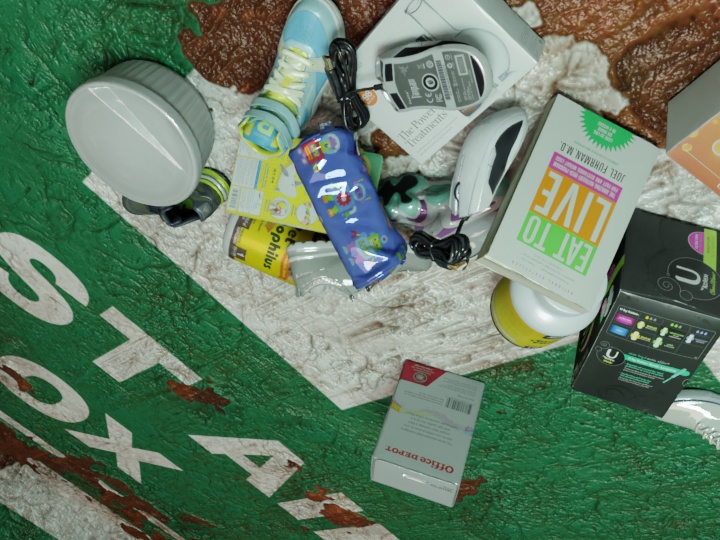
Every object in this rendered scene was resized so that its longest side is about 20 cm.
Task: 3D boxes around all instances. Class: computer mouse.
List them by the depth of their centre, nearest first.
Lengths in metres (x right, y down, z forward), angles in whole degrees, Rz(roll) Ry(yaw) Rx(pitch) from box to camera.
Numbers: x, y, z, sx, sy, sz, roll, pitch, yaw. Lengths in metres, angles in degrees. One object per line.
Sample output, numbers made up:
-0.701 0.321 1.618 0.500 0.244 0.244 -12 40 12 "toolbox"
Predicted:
0.054 -0.206 0.760 0.198 0.044 0.110 4 130 32 "computer mouse"
0.122 -0.100 0.805 0.044 0.202 0.110 24 -177 -21 "computer mouse"

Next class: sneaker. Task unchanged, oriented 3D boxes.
-0.083 -0.213 0.827 0.079 0.131 0.201 26 139 2 "sneaker"
0.108 -0.056 0.936 0.198 0.078 0.141 -2 132 29 "sneaker"
0.000 0.000 0.957 0.198 0.083 0.075 -1 -179 -1 "sneaker"
0.528 0.228 1.029 0.198 0.071 0.073 9 137 18 "sneaker"
-0.295 -0.107 1.081 0.198 0.081 0.074 -3 132 29 "sneaker"

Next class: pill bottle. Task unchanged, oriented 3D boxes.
0.234 0.032 0.885 0.111 0.113 0.200 22 167 4 "pill bottle"
-0.093 -0.035 1.035 0.198 0.110 0.110 23 140 2 "pill bottle"

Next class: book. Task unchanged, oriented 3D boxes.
0.229 -0.072 0.778 0.133 0.202 0.048 26 171 -3 "book"

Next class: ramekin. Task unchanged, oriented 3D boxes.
-0.294 -0.195 0.980 0.200 0.095 0.204 15 138 13 "ramekin"

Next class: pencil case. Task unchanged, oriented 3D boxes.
-0.011 -0.080 0.861 0.086 0.078 0.202 -26 96 4 "pencil case"

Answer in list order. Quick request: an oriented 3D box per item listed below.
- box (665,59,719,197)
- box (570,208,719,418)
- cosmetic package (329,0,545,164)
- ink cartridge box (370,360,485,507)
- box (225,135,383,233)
0.408 -0.161 0.661 0.124 0.098 0.200 33 139 -10 "box"
0.353 0.055 0.874 0.123 0.149 0.201 16 138 11 "box"
0.080 -0.230 0.790 0.150 0.052 0.200 40 138 -12 "cosmetic package"
0.113 0.268 1.179 0.144 0.201 0.083 16 139 11 "ink cartridge box"
-0.071 -0.114 0.940 0.198 0.119 0.048 13 -179 16 "box"
